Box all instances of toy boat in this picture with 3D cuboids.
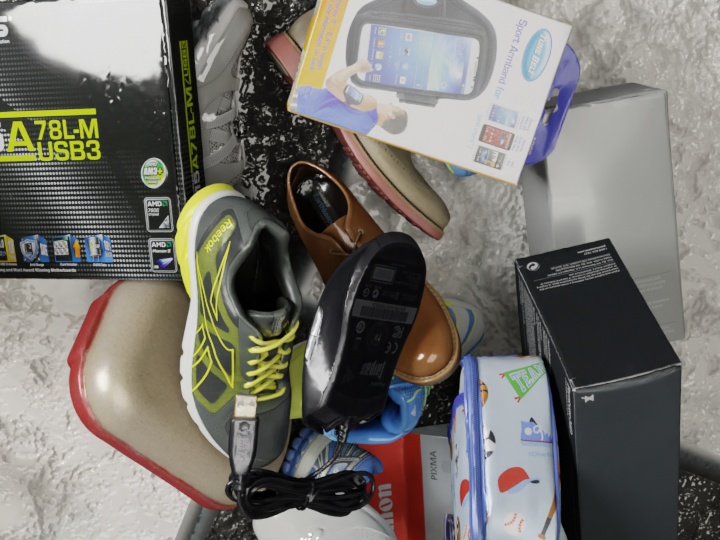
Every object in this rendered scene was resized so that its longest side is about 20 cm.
[{"bbox_3d":[-0.148,0.099,0.888,0.200,0.130,0.132,42,50,-32],"label":"toy boat"}]

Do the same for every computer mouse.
[{"bbox_3d":[-0.032,0.066,0.769,0.139,0.046,0.203,3,105,-46],"label":"computer mouse"}]

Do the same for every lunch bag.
[{"bbox_3d":[0.099,0.144,0.851,0.074,0.200,0.163,-3,72,0],"label":"lunch bag"}]

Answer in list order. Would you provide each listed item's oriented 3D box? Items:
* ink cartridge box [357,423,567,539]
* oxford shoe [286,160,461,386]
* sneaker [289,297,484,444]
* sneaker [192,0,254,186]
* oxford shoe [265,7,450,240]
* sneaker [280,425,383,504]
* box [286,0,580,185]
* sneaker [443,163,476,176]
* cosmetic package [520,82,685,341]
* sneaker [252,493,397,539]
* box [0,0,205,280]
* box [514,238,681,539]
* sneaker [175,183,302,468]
[{"bbox_3d":[0.074,0.212,0.981,0.197,0.047,0.162,-6,103,-10],"label":"ink cartridge box"},{"bbox_3d":[0.000,0.000,0.848,0.071,0.071,0.201,-37,62,-2],"label":"oxford shoe"},{"bbox_3d":[0.033,0.085,0.891,0.198,0.105,0.077,-18,124,-28],"label":"sneaker"},{"bbox_3d":[-0.114,-0.104,0.873,0.081,0.075,0.202,16,111,-19],"label":"sneaker"},{"bbox_3d":[0.016,-0.112,0.887,0.075,0.070,0.201,-39,106,-2],"label":"oxford shoe"},{"bbox_3d":[-0.026,0.228,0.936,0.084,0.077,0.203,13,105,22],"label":"sneaker"},{"bbox_3d":[0.058,-0.141,0.830,0.197,0.042,0.120,17,103,-6],"label":"box"},{"bbox_3d":[0.077,-0.174,0.888,0.082,0.071,0.202,-20,110,-11],"label":"sneaker"},{"bbox_3d":[0.188,-0.040,0.926,0.105,0.090,0.203,-8,101,-6],"label":"cosmetic package"},{"bbox_3d":[-0.002,0.224,0.853,0.198,0.088,0.076,28,103,17],"label":"sneaker"},{"bbox_3d":[-0.208,-0.093,0.827,0.197,0.048,0.196,1,106,16],"label":"box"},{"bbox_3d":[0.170,0.103,0.844,0.078,0.142,0.202,-11,128,0],"label":"box"},{"bbox_3d":[-0.078,0.046,0.787,0.074,0.084,0.203,-19,111,-30],"label":"sneaker"}]
